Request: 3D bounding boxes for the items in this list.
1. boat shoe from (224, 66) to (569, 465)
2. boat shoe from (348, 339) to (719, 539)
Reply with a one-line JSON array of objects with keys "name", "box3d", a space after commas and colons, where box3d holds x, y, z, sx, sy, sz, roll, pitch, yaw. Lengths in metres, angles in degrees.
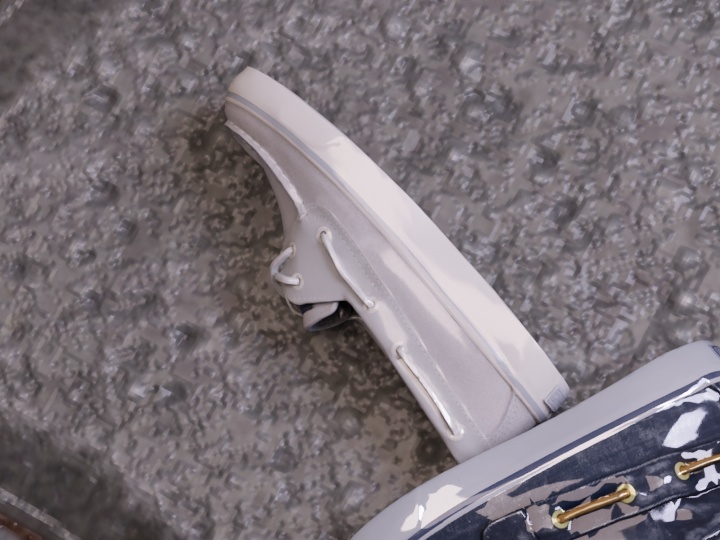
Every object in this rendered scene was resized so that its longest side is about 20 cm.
[{"name": "boat shoe", "box3d": [0.000, 0.000, 0.864, 0.068, 0.072, 0.200, -42, 81, -2]}, {"name": "boat shoe", "box3d": [0.080, 0.113, 0.811, 0.200, 0.071, 0.091, -30, 68, -1]}]
